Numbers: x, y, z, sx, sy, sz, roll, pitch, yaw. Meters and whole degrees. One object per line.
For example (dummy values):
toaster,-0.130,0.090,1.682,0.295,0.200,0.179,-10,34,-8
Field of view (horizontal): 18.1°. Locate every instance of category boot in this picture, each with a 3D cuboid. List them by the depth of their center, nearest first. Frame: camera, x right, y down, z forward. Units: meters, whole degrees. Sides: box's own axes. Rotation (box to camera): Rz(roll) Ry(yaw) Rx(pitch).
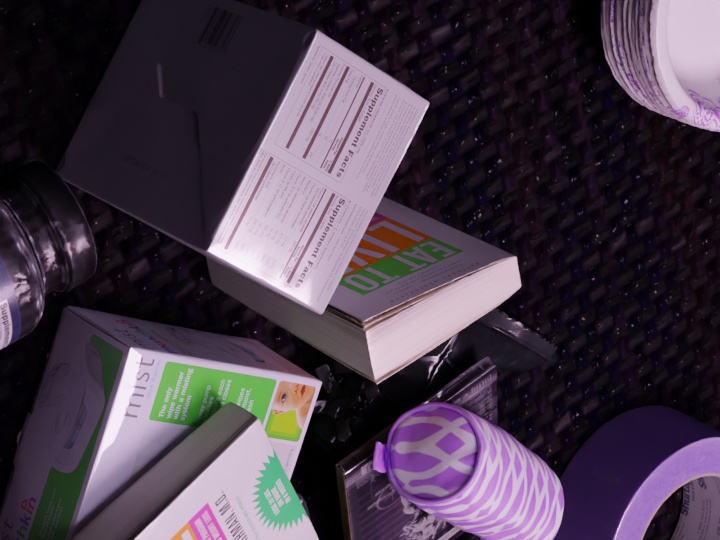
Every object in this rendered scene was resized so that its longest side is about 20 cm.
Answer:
boot,0.051,0.088,1.736,0.198,0.073,0.163,26,97,-50

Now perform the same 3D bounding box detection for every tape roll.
tape roll,0.257,0.223,1.937,0.199,0.085,0.202,-15,115,-34

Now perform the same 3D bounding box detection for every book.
book,-0.127,0.204,1.529,0.200,0.048,0.134,-43,131,-22
book,0.000,0.000,1.580,0.133,0.199,0.048,-27,121,-28

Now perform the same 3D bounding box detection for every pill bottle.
pill bottle,-0.272,0.011,1.431,0.199,0.112,0.113,-30,122,-26

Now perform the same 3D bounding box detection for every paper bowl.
paper bowl,0.270,-0.217,1.774,0.199,0.104,0.203,-14,114,-34

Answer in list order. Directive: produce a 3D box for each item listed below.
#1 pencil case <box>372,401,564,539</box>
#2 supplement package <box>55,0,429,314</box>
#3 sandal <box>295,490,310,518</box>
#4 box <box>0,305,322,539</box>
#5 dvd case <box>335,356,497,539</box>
pencil case,0.086,0.157,1.696,0.200,0.085,0.085,41,55,-59
supplement package,-0.081,-0.087,1.485,0.111,0.199,0.157,29,88,-40
sandal,-0.093,0.245,1.704,0.075,0.048,0.202,-3,120,-38
box,-0.147,0.142,1.587,0.176,0.096,0.202,13,99,-42
dvd case,0.047,0.166,1.744,0.148,0.016,0.201,-35,147,-21
